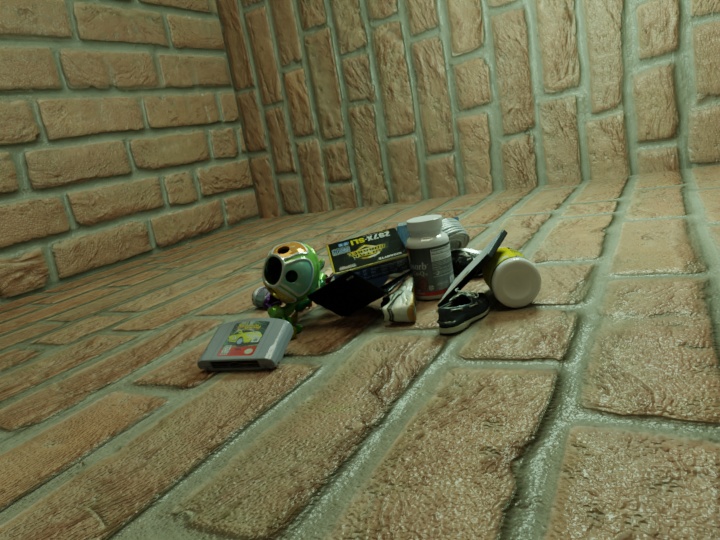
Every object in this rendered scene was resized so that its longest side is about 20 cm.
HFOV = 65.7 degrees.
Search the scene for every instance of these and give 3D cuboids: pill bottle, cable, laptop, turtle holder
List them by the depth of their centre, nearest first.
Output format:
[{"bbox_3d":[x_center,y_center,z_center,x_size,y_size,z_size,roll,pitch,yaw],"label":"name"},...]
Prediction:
[{"bbox_3d":[0.351,0.007,1.329,0.110,0.115,0.200,-9,13,4],"label":"pill bottle"},{"bbox_3d":[-0.186,0.019,1.381,0.141,0.186,0.131,47,20,23],"label":"turtle holder"},{"bbox_3d":[0.000,0.035,1.386,0.176,0.104,0.199,-29,6,42],"label":"laptop"},{"bbox_3d":[0.179,-0.036,1.453,0.113,0.205,0.116,-10,12,2],"label":"pill bottle"},{"bbox_3d":[0.226,-0.071,1.658,0.197,0.070,0.201,-4,-36,-42],"label":"cable"}]

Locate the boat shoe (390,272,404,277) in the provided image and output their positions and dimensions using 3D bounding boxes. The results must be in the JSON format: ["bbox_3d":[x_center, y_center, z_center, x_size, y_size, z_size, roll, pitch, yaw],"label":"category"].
[{"bbox_3d":[0.051,-0.021,1.758,0.195,0.062,0.076,0,23,14],"label":"boat shoe"}]

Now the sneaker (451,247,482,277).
[{"bbox_3d":[0.303,-0.017,1.577,0.196,0.077,0.088,-5,20,24],"label":"sneaker"}]

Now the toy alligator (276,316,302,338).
[{"bbox_3d":[-0.217,0.149,1.311,0.198,0.055,0.059,-22,17,-41],"label":"toy alligator"}]

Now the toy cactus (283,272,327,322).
[{"bbox_3d":[-0.135,0.075,1.487,0.163,0.104,0.199,5,24,39],"label":"toy cactus"}]

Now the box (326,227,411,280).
[{"bbox_3d":[0.018,-0.036,1.451,0.196,0.050,0.160,-15,29,-3],"label":"box"}]

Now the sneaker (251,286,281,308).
[{"bbox_3d":[-0.230,0.063,1.693,0.199,0.076,0.087,-33,34,-34],"label":"sneaker"}]

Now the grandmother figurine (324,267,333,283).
[{"bbox_3d":[-0.108,0.033,1.730,0.121,0.061,0.200,-41,3,26],"label":"grandmother figurine"}]

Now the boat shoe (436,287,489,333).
[{"bbox_3d":[0.228,0.079,1.238,0.074,0.063,0.198,-1,15,43],"label":"boat shoe"}]

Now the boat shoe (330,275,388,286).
[{"bbox_3d":[0.002,0.003,1.531,0.200,0.074,0.087,-16,46,44],"label":"boat shoe"}]

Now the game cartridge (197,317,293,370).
[{"bbox_3d":[-0.251,0.161,1.233,0.196,0.042,0.134,-6,32,21],"label":"game cartridge"}]

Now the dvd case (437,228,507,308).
[{"bbox_3d":[0.266,-0.002,1.332,0.201,0.017,0.143,-52,-5,39],"label":"dvd case"}]

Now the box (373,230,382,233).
[{"bbox_3d":[0.070,-0.067,1.919,0.198,0.099,0.174,-22,17,-39],"label":"box"}]

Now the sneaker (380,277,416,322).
[{"bbox_3d":[0.092,0.069,1.361,0.086,0.077,0.200,-8,12,9],"label":"sneaker"}]

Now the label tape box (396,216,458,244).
[{"bbox_3d":[0.223,-0.090,1.786,0.195,0.148,0.063,-8,10,9],"label":"label tape box"}]
